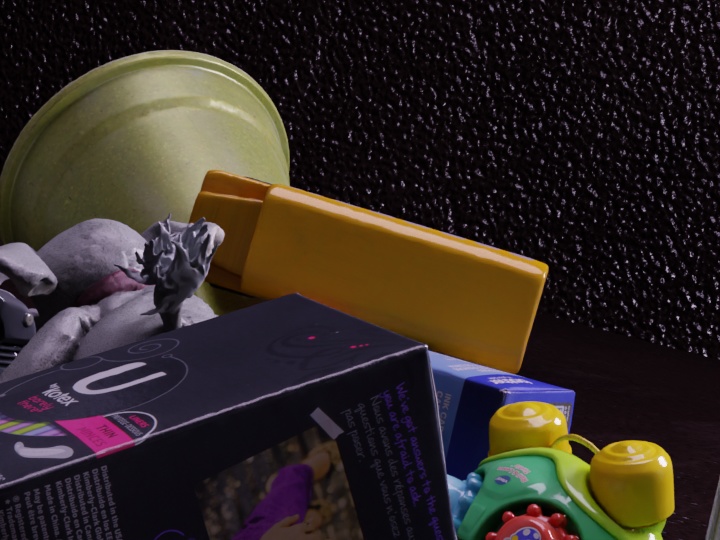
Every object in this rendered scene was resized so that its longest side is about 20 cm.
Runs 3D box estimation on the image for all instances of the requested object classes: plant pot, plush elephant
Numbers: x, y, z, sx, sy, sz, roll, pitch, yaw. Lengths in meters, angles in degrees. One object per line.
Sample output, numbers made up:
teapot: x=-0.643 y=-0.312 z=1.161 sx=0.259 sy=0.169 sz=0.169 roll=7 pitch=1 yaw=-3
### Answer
plant pot: x=-0.106 y=-0.004 z=1.654 sx=0.199 sy=0.201 sz=0.185 roll=9 pitch=30 yaw=-32
plush elephant: x=-0.129 y=0.042 z=1.370 sx=0.163 sy=0.202 sz=0.155 roll=2 pitch=22 yaw=-25

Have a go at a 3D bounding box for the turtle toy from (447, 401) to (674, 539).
turtle toy: x=0.089 y=0.149 z=1.178 sx=0.100 sy=0.147 sz=0.200 roll=-14 pitch=18 yaw=-30

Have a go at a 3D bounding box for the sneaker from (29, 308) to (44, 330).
sneaker: x=-0.206 y=0.068 z=1.703 sx=0.199 sy=0.075 sz=0.082 roll=16 pitch=4 yaw=35

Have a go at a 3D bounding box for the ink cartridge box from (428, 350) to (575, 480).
ink cartridge box: x=0.028 y=0.111 z=1.385 sx=0.199 sy=0.138 sz=0.076 roll=15 pitch=6 yaw=35

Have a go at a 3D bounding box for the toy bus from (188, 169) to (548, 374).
toy bus: x=0.000 y=0.000 z=1.463 sx=0.198 sy=0.066 sz=0.078 roll=17 pitch=-1 yaw=4

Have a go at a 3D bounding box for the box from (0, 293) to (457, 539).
box: x=-0.076 y=0.093 z=1.087 sx=0.199 sy=0.107 sz=0.122 roll=-17 pitch=18 yaw=-26

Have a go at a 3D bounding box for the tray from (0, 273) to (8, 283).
tray: x=-0.292 y=-0.016 z=1.548 sx=0.198 sy=0.022 sz=0.107 roll=12 pitch=-4 yaw=-19

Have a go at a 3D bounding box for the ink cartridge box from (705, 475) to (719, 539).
ink cartridge box: x=0.282 y=0.158 z=1.409 sx=0.198 sy=0.148 sz=0.083 roll=13 pitch=4 yaw=8

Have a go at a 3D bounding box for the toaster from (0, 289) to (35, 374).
toaster: x=-0.287 y=0.050 z=1.491 sx=0.128 sy=0.115 sz=0.199 roll=10 pitch=1 yaw=33
